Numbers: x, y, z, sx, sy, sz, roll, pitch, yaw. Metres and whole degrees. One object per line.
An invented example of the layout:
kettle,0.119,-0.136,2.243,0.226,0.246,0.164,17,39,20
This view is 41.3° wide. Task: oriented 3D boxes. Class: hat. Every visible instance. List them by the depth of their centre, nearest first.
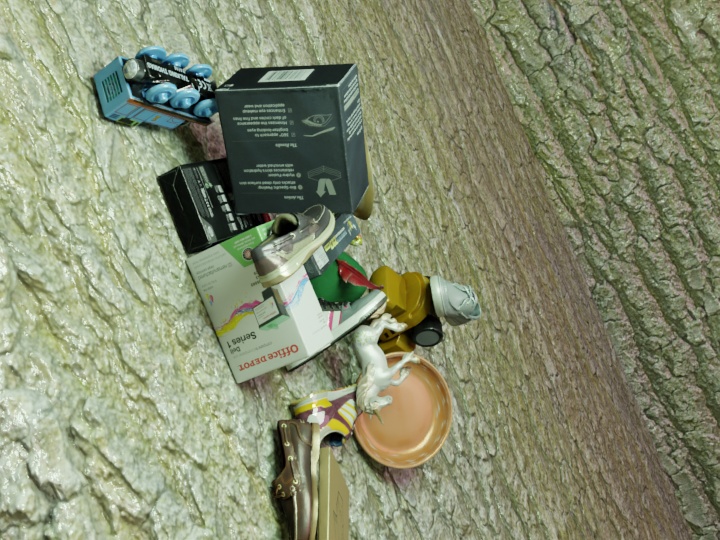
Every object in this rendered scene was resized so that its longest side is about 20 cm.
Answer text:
hat,0.000,0.000,1.695,0.165,0.173,0.204,35,41,-48

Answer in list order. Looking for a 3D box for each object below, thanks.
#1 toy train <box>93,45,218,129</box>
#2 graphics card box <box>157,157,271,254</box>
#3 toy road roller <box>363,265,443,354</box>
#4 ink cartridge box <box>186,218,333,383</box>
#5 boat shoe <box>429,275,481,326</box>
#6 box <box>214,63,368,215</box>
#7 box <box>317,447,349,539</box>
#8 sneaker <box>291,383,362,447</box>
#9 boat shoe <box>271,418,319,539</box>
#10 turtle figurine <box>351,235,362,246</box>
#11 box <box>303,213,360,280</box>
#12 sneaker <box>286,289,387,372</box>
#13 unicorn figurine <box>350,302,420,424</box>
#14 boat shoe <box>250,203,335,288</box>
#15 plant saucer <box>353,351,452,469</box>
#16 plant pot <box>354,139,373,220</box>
toy train,-0.289,-0.260,1.398,0.199,0.113,0.088,6,63,-61
graphics card box,-0.222,-0.107,1.488,0.199,0.050,0.128,-28,97,-65
toy road roller,0.049,0.074,1.725,0.145,0.198,0.125,33,41,-36
ink cartridge box,-0.148,0.045,1.413,0.084,0.143,0.204,-29,97,-62
boat shoe,0.172,0.050,1.693,0.201,0.070,0.072,39,40,-66
box,-0.099,-0.198,1.452,0.118,0.192,0.204,-62,150,-59
box,-0.040,0.396,1.442,0.165,0.021,0.203,74,13,-53
sneaker,-0.036,0.242,1.572,0.198,0.074,0.092,-2,72,-52
boat shoe,-0.099,0.317,1.413,0.069,0.071,0.203,10,52,-16
turtle figurine,-0.074,-0.101,1.747,0.201,0.064,0.162,50,12,-9
box,-0.101,-0.022,1.539,0.052,0.155,0.200,63,26,-11
sneaker,-0.064,0.059,1.547,0.122,0.198,0.084,56,-5,5
unicorn figurine,0.032,0.155,1.590,0.135,0.074,0.202,-19,68,-29
boat shoe,-0.095,-0.051,1.345,0.066,0.071,0.201,62,35,-20
plant saucer,0.069,0.249,1.703,0.196,0.037,0.205,4,80,-19
plant pot,-0.019,-0.193,1.791,0.200,0.027,0.205,169,-89,-74
